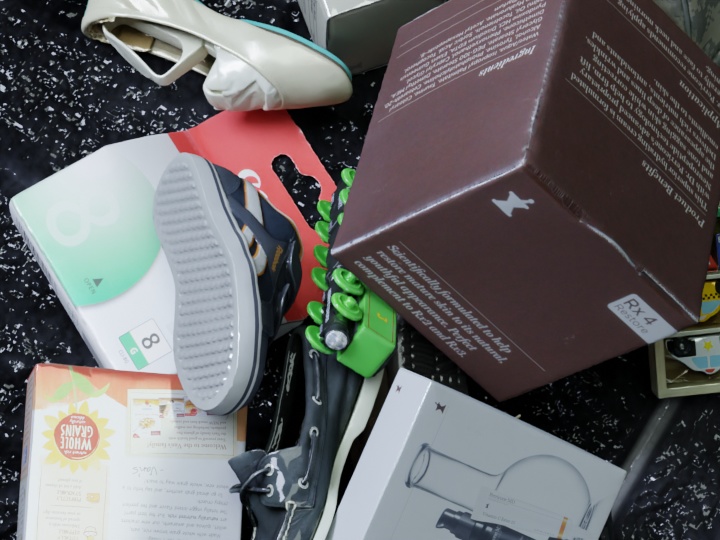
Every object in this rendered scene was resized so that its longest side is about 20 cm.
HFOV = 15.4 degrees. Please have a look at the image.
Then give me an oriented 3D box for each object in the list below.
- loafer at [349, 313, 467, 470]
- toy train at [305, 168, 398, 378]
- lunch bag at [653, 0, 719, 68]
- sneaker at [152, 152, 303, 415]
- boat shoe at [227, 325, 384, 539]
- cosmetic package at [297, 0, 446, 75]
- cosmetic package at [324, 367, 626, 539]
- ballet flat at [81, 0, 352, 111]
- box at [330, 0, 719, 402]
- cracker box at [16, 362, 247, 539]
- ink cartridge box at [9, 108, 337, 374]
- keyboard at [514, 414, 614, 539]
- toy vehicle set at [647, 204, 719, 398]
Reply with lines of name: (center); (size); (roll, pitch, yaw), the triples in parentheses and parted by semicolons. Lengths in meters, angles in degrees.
loafer: (0.031, 0.122, 1.676); (0.073, 0.071, 0.202); (11, 75, -32)
toy train: (0.000, 0.000, 1.669); (0.056, 0.042, 0.200); (32, 26, -15)
lunch bag: (0.204, -0.222, 1.738); (0.139, 0.168, 0.200); (26, 58, 15)
sneaker: (-0.072, 0.011, 1.642); (0.079, 0.078, 0.201); (20, 39, -31)
boat shoe: (-0.046, 0.119, 1.602); (0.066, 0.074, 0.200); (29, 64, -15)
cosmetic package: (-0.015, -0.244, 1.794); (0.087, 0.103, 0.201); (-17, 71, -7)
cosmetic package: (0.052, 0.180, 1.587); (0.150, 0.052, 0.201); (24, 88, -23)
ballet flat: (-0.101, -0.141, 1.768); (0.199, 0.070, 0.070); (26, 69, 20)
box: (0.111, -0.063, 1.636); (0.166, 0.164, 0.201); (41, 46, -27)
cracker box: (-0.142, 0.164, 1.623); (0.133, 0.058, 0.202); (5, 77, -11)
ink cartridge box: (-0.103, -0.022, 1.732); (0.199, 0.050, 0.161); (-30, 73, -11)
keyboard: (0.064, 0.165, 1.627); (0.199, 0.021, 0.128); (-15, 99, -23)
toy vehicle set: (0.281, 0.008, 1.713); (0.198, 0.027, 0.125); (-6, 96, -4)
